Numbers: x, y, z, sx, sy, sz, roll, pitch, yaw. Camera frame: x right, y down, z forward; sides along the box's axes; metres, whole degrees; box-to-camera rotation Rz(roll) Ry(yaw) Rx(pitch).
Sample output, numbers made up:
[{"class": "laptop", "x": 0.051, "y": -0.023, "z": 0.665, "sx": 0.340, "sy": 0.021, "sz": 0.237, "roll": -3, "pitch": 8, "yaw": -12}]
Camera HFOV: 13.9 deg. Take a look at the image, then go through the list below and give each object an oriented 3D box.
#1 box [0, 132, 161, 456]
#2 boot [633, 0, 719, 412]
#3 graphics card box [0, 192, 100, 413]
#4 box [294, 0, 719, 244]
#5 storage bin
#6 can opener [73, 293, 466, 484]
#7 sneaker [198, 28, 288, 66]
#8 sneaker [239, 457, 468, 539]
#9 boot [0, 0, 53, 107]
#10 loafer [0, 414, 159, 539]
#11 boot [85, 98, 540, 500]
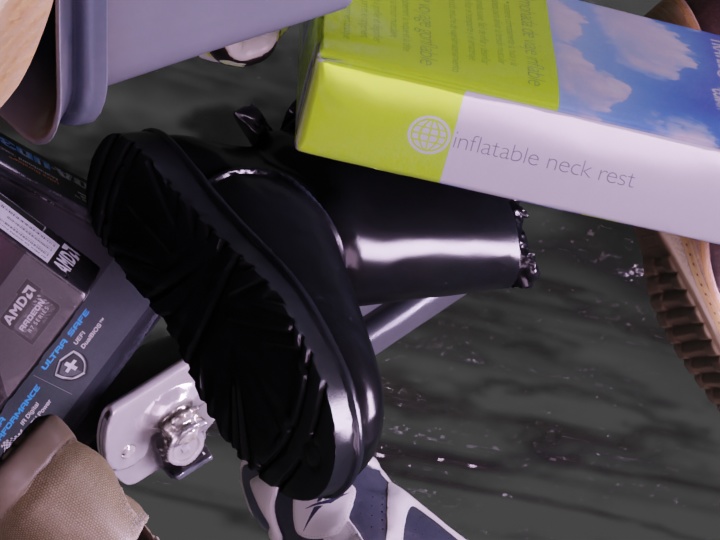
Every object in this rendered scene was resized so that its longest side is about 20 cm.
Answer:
[{"class": "box", "x": -0.189, "y": 0.034, "z": 1.209, "sx": 0.159, "sy": 0.046, "sz": 0.200, "roll": 31, "pitch": 104, "yaw": -34}, {"class": "boot", "x": 0.199, "y": -0.040, "z": 1.292, "sx": 0.166, "sy": 0.072, "sz": 0.200, "roll": -26, "pitch": 101, "yaw": -10}, {"class": "graphics card box", "x": -0.214, "y": -0.007, "z": 1.117, "sx": 0.200, "sy": 0.051, "sz": 0.126, "roll": 37, "pitch": 101, "yaw": -7}, {"class": "box", "x": 0.076, "y": -0.070, "z": 1.181, "sx": 0.200, "sy": 0.122, "sz": 0.048, "roll": 13, "pitch": 117, "yaw": -6}, {"class": "storage bin", "x": -0.094, "y": -0.155, "z": 1.057, "sx": 0.134, "sy": 0.200, "sz": 0.146, "roll": -16, "pitch": 125, "yaw": -28}, {"class": "can opener", "x": -0.035, "y": 0.024, "z": 1.268, "sx": 0.200, "sy": 0.066, "sz": 0.053, "roll": -30, "pitch": 141, "yaw": -15}, {"class": "sneaker", "x": -0.014, "y": -0.167, "z": 1.148, "sx": 0.075, "sy": 0.076, "sz": 0.200, "roll": 14, "pitch": 111, "yaw": -29}, {"class": "sneaker", "x": 0.031, "y": 0.160, "z": 1.334, "sx": 0.079, "sy": 0.130, "sz": 0.199, "roll": -33, "pitch": 127, "yaw": -1}, {"class": "boot", "x": -0.183, "y": -0.083, "z": 0.998, "sx": 0.071, "sy": 0.144, "sz": 0.201, "roll": 13, "pitch": 122, "yaw": -40}, {"class": "loafer", "x": -0.124, "y": 0.126, "z": 1.229, "sx": 0.076, "sy": 0.067, "sz": 0.200, "roll": -46, "pitch": 167, "yaw": -16}, {"class": "boot", "x": 0.000, "y": 0.001, "z": 1.174, "sx": 0.162, "sy": 0.198, "sz": 0.073, "roll": -7, "pitch": 134, "yaw": -36}]
